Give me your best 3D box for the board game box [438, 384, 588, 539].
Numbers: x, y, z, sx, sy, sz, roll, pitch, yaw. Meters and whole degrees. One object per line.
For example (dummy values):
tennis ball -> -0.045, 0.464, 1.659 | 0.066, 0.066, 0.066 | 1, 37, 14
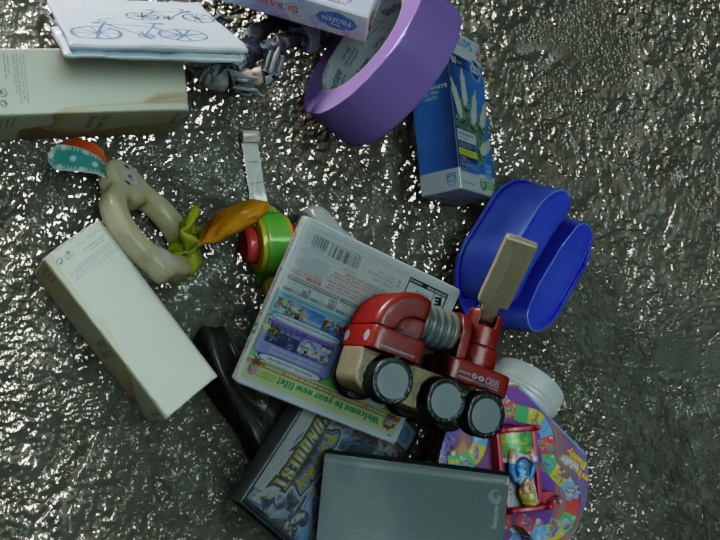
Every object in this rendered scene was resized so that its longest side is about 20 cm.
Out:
board game box -> 0.183, 0.225, 1.126 | 0.200, 0.039, 0.158 | 45, 66, -12

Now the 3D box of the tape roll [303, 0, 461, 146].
tape roll -> 0.023, -0.243, 1.172 | 0.065, 0.199, 0.201 | 36, 68, -26

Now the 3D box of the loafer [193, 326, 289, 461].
loafer -> -0.117, 0.142, 1.124 | 0.071, 0.073, 0.201 | -34, 105, -28

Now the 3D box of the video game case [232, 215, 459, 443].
video game case -> -0.012, 0.066, 1.075 | 0.199, 0.022, 0.184 | 25, 88, -23

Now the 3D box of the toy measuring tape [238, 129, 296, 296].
toy measuring tape -> -0.107, -0.069, 1.160 | 0.073, 0.073, 0.202 | -4, 83, -24

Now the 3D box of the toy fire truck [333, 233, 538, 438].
toy fire truck -> 0.088, 0.055, 1.047 | 0.175, 0.128, 0.202 | 22, 78, -23

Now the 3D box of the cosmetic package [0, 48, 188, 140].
cosmetic package -> -0.292, -0.187, 1.081 | 0.198, 0.105, 0.072 | -6, 85, -23

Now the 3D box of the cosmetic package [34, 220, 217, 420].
cosmetic package -> -0.245, 0.056, 1.060 | 0.073, 0.103, 0.201 | -38, 96, -23

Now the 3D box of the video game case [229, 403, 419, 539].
video game case -> -0.032, 0.214, 1.129 | 0.181, 0.025, 0.201 | 51, 62, -35

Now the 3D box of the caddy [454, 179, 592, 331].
caddy -> 0.196, -0.019, 1.268 | 0.142, 0.104, 0.201 | 48, 66, -34

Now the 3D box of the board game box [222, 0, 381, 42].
board game box -> -0.058, -0.373, 1.186 | 0.198, 0.041, 0.201 | 18, 59, 5

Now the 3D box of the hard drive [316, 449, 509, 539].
hard drive -> 0.054, 0.273, 1.085 | 0.198, 0.033, 0.141 | 6, 94, 5

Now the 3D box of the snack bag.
snack bag -> -0.237, -0.258, 1.089 | 0.187, 0.200, 0.022 | -5, 119, -24

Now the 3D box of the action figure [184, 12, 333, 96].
action figure -> -0.120, -0.263, 1.177 | 0.130, 0.070, 0.200 | 32, 53, 22

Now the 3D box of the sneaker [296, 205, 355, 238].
sneaker -> 0.000, 0.000, 1.200 | 0.088, 0.075, 0.201 | -39, 107, -28

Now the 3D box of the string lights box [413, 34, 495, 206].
string lights box -> 0.112, -0.188, 1.261 | 0.102, 0.058, 0.202 | 6, 77, -58

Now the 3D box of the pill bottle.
pill bottle -> 0.154, 0.210, 1.203 | 0.116, 0.116, 0.201 | 40, 67, -13

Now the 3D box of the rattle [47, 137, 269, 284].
rattle -> -0.217, -0.096, 1.071 | 0.201, 0.143, 0.130 | 56, 35, 7
